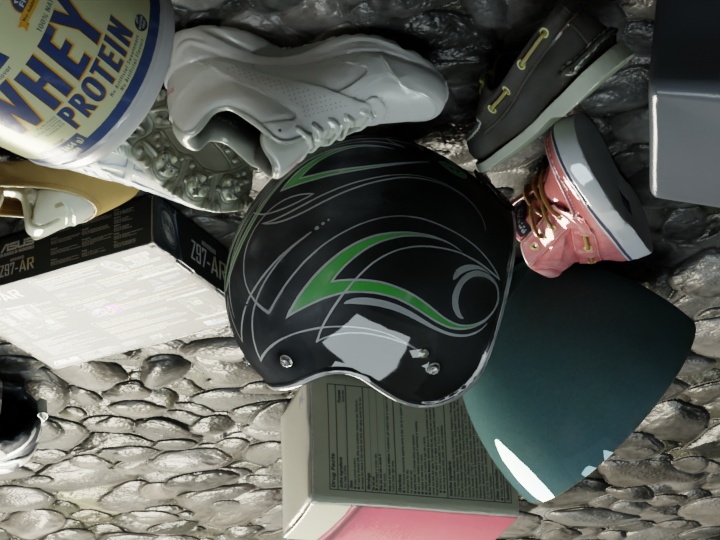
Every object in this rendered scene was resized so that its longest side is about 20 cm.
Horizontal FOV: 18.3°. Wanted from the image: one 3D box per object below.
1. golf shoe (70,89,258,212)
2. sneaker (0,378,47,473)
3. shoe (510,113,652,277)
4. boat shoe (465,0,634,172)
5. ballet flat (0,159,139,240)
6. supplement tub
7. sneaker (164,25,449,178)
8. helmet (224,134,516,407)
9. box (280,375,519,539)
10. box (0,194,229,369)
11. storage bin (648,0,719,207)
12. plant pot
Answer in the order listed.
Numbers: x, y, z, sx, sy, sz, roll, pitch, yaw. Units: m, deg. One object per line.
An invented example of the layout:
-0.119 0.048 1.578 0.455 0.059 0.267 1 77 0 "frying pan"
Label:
-0.167 -0.094 1.578 0.200 0.078 0.097 25 160 -34 "golf shoe"
-0.369 0.131 1.978 0.199 0.080 0.130 11 149 -26 "sneaker"
0.151 -0.049 1.670 0.091 0.072 0.200 -17 155 15 "shoe"
0.118 -0.127 1.530 0.072 0.061 0.201 -40 180 -28 "boat shoe"
-0.259 -0.050 1.642 0.200 0.063 0.069 2 154 -10 "ballet flat"
-0.226 -0.158 1.338 0.145 0.145 0.200 -23 147 35 "supplement tub"
-0.038 -0.104 1.512 0.200 0.100 0.078 1 153 -7 "sneaker"
0.000 0.000 1.620 0.190 0.200 0.200 15 150 -11 "helmet"
0.034 0.178 2.052 0.200 0.128 0.109 6 153 -15 "box"
-0.208 0.014 1.796 0.200 0.044 0.160 -15 151 24 "box"
0.264 -0.105 1.512 0.134 0.146 0.200 4 155 10 "storage bin"
0.154 0.070 1.813 0.135 0.200 0.200 42 140 -8 "plant pot"
